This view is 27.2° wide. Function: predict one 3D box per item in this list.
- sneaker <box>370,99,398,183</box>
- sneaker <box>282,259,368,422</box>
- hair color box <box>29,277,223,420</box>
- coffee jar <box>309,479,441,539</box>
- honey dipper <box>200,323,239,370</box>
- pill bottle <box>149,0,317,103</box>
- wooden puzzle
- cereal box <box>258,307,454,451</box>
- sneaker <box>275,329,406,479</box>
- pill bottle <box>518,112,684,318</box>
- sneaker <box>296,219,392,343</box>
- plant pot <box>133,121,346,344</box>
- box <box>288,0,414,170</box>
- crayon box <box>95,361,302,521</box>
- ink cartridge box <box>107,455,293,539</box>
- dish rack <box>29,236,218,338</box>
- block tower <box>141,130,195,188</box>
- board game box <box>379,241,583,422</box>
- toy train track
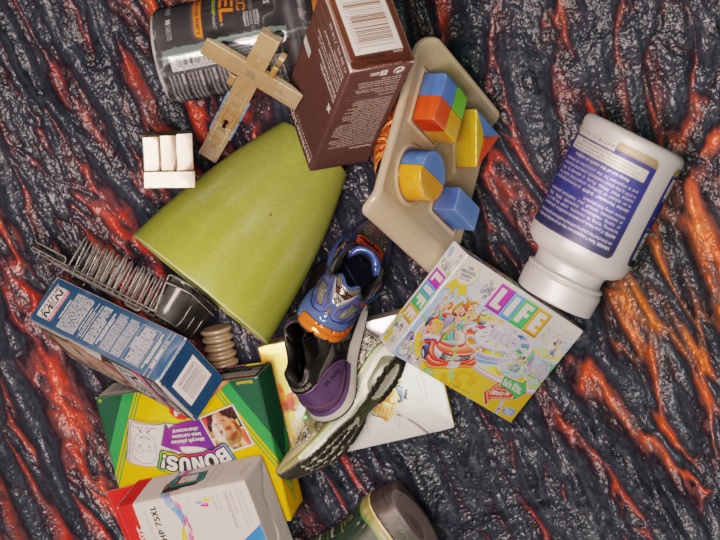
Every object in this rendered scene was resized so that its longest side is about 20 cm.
[{"bbox_3d":[0.036,-0.144,1.618,0.077,0.112,0.201,-25,96,7],"label":"sneaker"},{"bbox_3d":[-0.043,0.057,1.611,0.075,0.201,0.088,-19,138,22],"label":"sneaker"},{"bbox_3d":[-0.257,0.085,1.633,0.199,0.100,0.061,22,70,32],"label":"hair color box"},{"bbox_3d":[-0.008,0.332,1.705,0.200,0.085,0.105,-37,94,8],"label":"coffee jar"},{"bbox_3d":[-0.149,0.162,1.719,0.038,0.038,0.201,-8,101,6],"label":"honey dipper"},{"bbox_3d":[-0.120,-0.251,1.618,0.199,0.106,0.107,-11,97,5],"label":"pill bottle"},{"bbox_3d":[0.087,-0.115,1.559,0.046,0.185,0.201,10,73,33],"label":"wooden puzzle"},{"bbox_3d":[-0.003,0.129,1.698,0.199,0.040,0.145,-14,97,6],"label":"cereal box"},{"bbox_3d":[-0.035,0.143,1.651,0.088,0.077,0.200,38,85,25],"label":"sneaker"},{"bbox_3d":[0.253,-0.057,1.611,0.119,0.120,0.201,26,99,0],"label":"pill bottle"},{"bbox_3d":[0.000,0.000,1.604,0.075,0.200,0.079,34,125,-6],"label":"sneaker"},{"bbox_3d":[-0.113,-0.057,1.623,0.187,0.187,0.200,38,85,-2],"label":"plant pot"},{"bbox_3d":[-0.015,-0.195,1.510,0.074,0.200,0.101,-12,68,-18],"label":"box"},{"bbox_3d":[-0.182,0.204,1.690,0.199,0.058,0.174,-8,103,16],"label":"crayon box"},{"bbox_3d":[-0.188,0.287,1.651,0.199,0.067,0.117,-15,105,19],"label":"ink cartridge box"},{"bbox_3d":[-0.264,0.010,1.644,0.199,0.153,0.055,26,81,10],"label":"dish rack"},{"bbox_3d":[-0.206,-0.122,1.596,0.054,0.200,0.058,-3,99,-8],"label":"block tower"},{"bbox_3d":[0.134,0.070,1.629,0.200,0.034,0.135,31,101,-35],"label":"board game box"},{"bbox_3d":[-0.125,-0.189,1.577,0.114,0.033,0.200,31,137,-5],"label":"toy train track"}]
